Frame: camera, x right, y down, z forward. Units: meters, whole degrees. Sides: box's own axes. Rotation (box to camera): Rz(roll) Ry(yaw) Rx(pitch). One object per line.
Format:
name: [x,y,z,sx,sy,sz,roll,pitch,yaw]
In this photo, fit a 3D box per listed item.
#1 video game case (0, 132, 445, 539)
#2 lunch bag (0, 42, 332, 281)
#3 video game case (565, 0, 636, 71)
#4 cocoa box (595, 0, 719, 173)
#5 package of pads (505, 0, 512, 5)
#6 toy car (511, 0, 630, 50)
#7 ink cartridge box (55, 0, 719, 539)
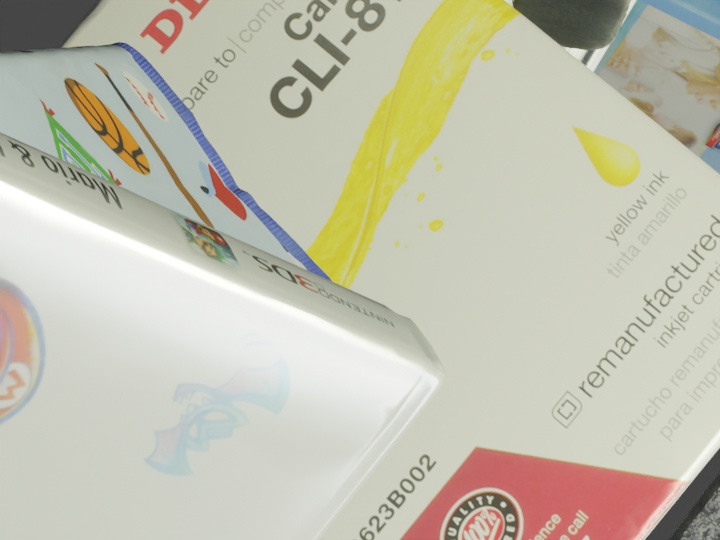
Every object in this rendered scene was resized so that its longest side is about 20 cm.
video game case: [-0.108,0.059,0.494,0.182,0.024,0.200,24,111,-39]
lunch bag: [-0.107,0.055,0.632,0.200,0.124,0.170,-41,175,9]
video game case: [0.064,-0.087,1.271,0.183,0.023,0.200,-59,-167,8]
cocoa box: [0.150,-0.129,1.432,0.132,0.133,0.200,-67,-175,-28]
package of pads: [0.032,-0.107,0.951,0.200,0.068,0.155,-47,179,-40]
toy car: [0.074,-0.135,0.701,0.158,0.164,0.200,-46,-176,-41]
ink cartridge box: [0.004,0.000,0.770,0.145,0.200,0.083,-50,173,-7]
